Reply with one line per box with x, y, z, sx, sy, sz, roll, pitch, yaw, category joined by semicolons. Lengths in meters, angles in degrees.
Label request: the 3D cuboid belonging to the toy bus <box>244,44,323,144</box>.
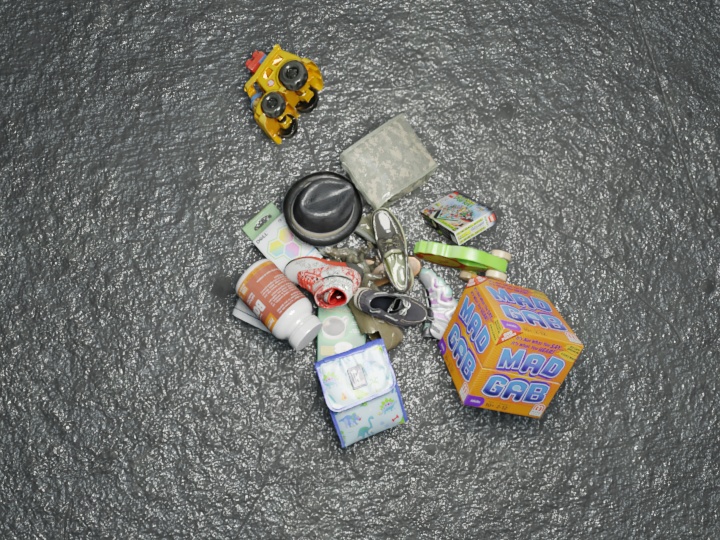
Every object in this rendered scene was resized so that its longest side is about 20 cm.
-0.218;-0.448;1.454;0.190;0.136;0.202;34;85;16;toy bus

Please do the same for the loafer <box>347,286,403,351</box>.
0.021;0.113;1.366;0.200;0.076;0.068;46;61;-12;loafer

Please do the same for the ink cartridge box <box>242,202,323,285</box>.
-0.191;-0.067;1.429;0.104;0.059;0.201;-42;85;-6;ink cartridge box

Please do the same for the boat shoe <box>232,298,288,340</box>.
-0.206;0.114;1.402;0.196;0.072;0.067;23;86;9;boat shoe

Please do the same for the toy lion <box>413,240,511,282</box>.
0.225;-0.030;1.380;0.188;0.199;0.070;18;83;-19;toy lion

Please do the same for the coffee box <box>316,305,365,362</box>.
-0.046;0.147;1.414;0.120;0.044;0.206;0;83;-5;coffee box

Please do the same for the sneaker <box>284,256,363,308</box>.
-0.099;0.027;1.310;0.196;0.109;0.069;4;126;20;sneaker

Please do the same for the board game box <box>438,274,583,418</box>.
0.318;0.165;1.290;0.195;0.201;0.203;13;118;-18;board game box

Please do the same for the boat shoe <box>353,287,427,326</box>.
0.079;0.088;1.323;0.196;0.062;0.074;17;89;-29;boat shoe

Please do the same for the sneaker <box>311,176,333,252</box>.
-0.126;-0.129;1.444;0.102;0.076;0.205;-10;80;12;sneaker

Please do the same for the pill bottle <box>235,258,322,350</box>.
-0.180;0.079;1.324;0.112;0.112;0.200;-44;75;-7;pill bottle

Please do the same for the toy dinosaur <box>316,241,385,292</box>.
0.000;0.000;1.373;0.102;0.077;0.201;-36;102;29;toy dinosaur

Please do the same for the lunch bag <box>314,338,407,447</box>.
0.000;0.269;1.331;0.166;0.128;0.204;-19;109;-7;lunch bag

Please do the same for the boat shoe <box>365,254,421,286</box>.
0.052;0.002;1.426;0.194;0.070;0.072;-4;98;8;boat shoe

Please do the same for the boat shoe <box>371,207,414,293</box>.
0.076;-0.046;1.349;0.070;0.066;0.206;-17;95;7;boat shoe

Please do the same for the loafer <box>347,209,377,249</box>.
0.027;-0.105;1.437;0.197;0.075;0.071;31;86;2;loafer

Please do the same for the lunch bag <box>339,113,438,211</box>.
0.061;-0.250;1.426;0.198;0.118;0.166;-33;84;-21;lunch bag

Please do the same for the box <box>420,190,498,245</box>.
0.229;-0.128;1.393;0.109;0.200;0.035;-30;115;-6;box

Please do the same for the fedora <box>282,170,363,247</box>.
-0.080;-0.154;1.355;0.195;0.092;0.206;3;77;-13;fedora

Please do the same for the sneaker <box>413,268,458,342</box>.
0.172;0.107;1.413;0.139;0.078;0.201;-38;85;-8;sneaker
